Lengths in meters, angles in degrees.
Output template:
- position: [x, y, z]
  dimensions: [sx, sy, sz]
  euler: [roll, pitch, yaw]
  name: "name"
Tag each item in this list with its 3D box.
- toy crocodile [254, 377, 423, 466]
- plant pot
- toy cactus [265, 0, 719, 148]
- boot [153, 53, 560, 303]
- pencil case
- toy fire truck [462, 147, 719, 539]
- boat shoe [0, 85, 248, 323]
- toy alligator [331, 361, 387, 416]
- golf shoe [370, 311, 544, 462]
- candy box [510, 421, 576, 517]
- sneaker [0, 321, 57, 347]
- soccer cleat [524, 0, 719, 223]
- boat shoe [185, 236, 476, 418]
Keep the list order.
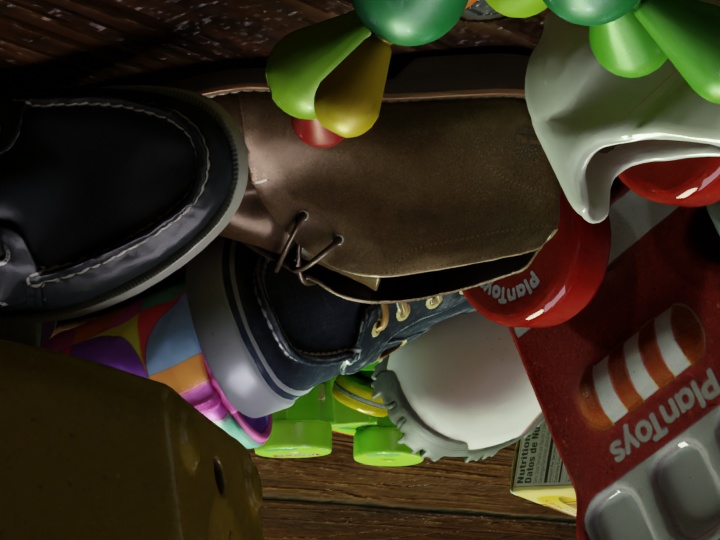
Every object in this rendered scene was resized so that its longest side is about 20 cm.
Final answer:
- position: [-0.016, 0.063, 1.052]
  dimensions: [0.061, 0.068, 0.199]
  euler: [-10, 166, 39]
  name: "toy crocodile"
- position: [-0.134, 0.126, 0.713]
  dimensions: [0.198, 0.196, 0.196]
  euler: [-12, 161, 8]
  name: "plant pot"
- position: [0.054, -0.085, 0.562]
  dimensions: [0.198, 0.103, 0.165]
  euler: [-7, 156, 17]
  name: "toy cactus"
- position: [-0.024, -0.026, 0.718]
  dimensions: [0.198, 0.076, 0.074]
  euler: [-6, 166, -11]
  name: "boot"
- position: [-0.139, 0.073, 0.921]
  dimensions: [0.198, 0.089, 0.088]
  euler: [-24, 162, 9]
  name: "pencil case"
- position: [0.138, 0.012, 0.757]
  dimensions: [0.111, 0.169, 0.200]
  euler: [5, 145, -45]
  name: "toy fire truck"
- position: [-0.136, -0.020, 0.661]
  dimensions: [0.197, 0.075, 0.066]
  euler: [-5, 176, 17]
  name: "boat shoe"
- position: [-0.003, 0.031, 0.981]
  dimensions: [0.054, 0.060, 0.199]
  euler: [28, -169, 36]
  name: "toy alligator"
- position: [0.090, 0.013, 0.904]
  dimensions: [0.199, 0.078, 0.088]
  euler: [-28, 167, -33]
  name: "golf shoe"
- position: [0.177, 0.090, 0.939]
  dimensions: [0.116, 0.057, 0.199]
  euler: [23, 162, -33]
  name: "candy box"
- position: [-0.172, 0.017, 0.802]
  dimensions: [0.099, 0.076, 0.200]
  euler: [6, 155, -15]
  name: "sneaker"
- position: [0.147, -0.075, 0.659]
  dimensions: [0.198, 0.078, 0.069]
  euler: [-19, 163, 25]
  name: "soccer cleat"
- position: [0.000, 0.000, 0.804]
  dimensions: [0.090, 0.071, 0.200]
  euler: [-22, -179, 15]
  name: "boat shoe"
